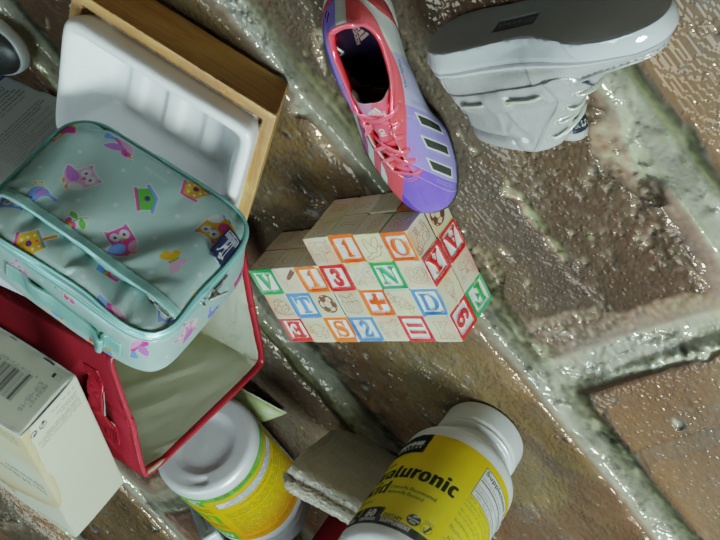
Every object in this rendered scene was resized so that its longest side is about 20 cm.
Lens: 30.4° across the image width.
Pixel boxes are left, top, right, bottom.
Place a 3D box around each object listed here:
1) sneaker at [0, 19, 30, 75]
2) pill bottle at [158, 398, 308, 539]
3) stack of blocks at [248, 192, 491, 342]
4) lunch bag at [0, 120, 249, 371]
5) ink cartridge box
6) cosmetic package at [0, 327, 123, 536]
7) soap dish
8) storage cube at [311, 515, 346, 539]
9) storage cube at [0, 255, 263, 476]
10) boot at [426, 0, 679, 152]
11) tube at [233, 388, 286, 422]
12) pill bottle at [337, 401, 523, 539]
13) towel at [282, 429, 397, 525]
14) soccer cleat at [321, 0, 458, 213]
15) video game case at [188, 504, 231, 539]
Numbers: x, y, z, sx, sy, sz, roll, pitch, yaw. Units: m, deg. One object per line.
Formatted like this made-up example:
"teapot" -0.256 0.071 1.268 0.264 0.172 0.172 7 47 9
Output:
"sneaker" -0.407 -0.201 1.240 0.199 0.099 0.071 17 136 24
"pill bottle" -0.127 0.222 1.401 0.111 0.111 0.200 15 156 28
"stack of blocks" 0.000 0.000 1.142 0.199 0.059 0.115 -4 126 41
"lunch bag" -0.197 -0.020 1.069 0.200 0.161 0.077 33 143 8
"ink cartridge box" -0.301 -0.077 1.194 0.199 0.200 0.041 25 141 16
"cosmetic package" -0.286 0.144 1.164 0.103 0.073 0.200 28 151 22
"soap dish" -0.159 -0.138 1.115 0.200 0.081 0.158 33 142 8
"storage cube" 0.026 0.358 1.386 0.200 0.180 0.171 48 141 -11
"storage cube" -0.221 0.050 1.256 0.179 0.200 0.171 24 141 28
"boot" 0.141 -0.133 0.895 0.200 0.074 0.096 3 137 48
"tube" -0.170 0.162 1.454 0.200 0.058 0.052 -25 83 45
"pill bottle" 0.069 0.210 1.177 0.111 0.200 0.112 18 131 22
"towel" 0.030 0.225 1.291 0.199 0.132 0.035 27 111 16
"soccer cleat" 0.020 -0.117 0.986 0.068 0.073 0.201 -13 121 17
"video game case" -0.151 0.330 1.545 0.200 0.022 0.182 63 174 -28
